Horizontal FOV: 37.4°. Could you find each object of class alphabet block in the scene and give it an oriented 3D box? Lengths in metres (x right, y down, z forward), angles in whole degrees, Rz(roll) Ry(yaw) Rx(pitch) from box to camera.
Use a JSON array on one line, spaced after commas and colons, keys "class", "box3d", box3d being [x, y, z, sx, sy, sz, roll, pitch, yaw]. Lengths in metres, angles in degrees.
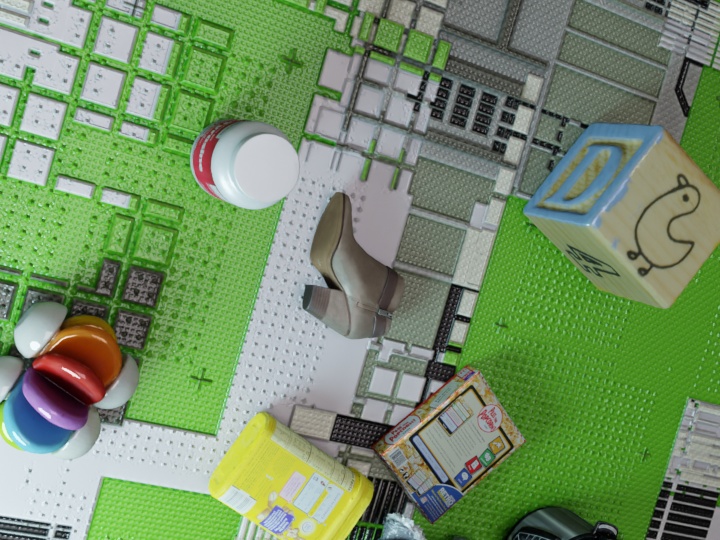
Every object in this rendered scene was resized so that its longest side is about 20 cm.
[{"class": "alphabet block", "box3d": [0.406, -0.087, 1.612, 0.200, 0.196, 0.195, 41, 85, -22]}]

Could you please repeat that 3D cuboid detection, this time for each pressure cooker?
[{"class": "pressure cooker", "box3d": [0.335, 0.480, 1.674, 0.178, 0.200, 0.176, -24, 107, -15]}]

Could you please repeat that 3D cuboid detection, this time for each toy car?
[{"class": "toy car", "box3d": [-0.387, 0.152, 1.369, 0.175, 0.150, 0.200, 40, 84, -22]}]

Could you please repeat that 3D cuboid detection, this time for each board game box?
[{"class": "board game box", "box3d": [0.139, 0.269, 1.646, 0.200, 0.046, 0.152, -38, 109, -11]}]

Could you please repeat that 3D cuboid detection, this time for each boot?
[{"class": "boot", "box3d": [0.000, 0.000, 1.545, 0.146, 0.070, 0.200, 15, 94, -29]}]

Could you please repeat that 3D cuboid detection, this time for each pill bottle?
[{"class": "pill bottle", "box3d": [-0.149, -0.139, 1.386, 0.112, 0.200, 0.113, -3, 100, -21]}]

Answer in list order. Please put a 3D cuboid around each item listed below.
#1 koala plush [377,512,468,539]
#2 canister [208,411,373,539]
[{"class": "koala plush", "box3d": [0.090, 0.468, 1.605, 0.200, 0.184, 0.177, 36, 87, -9]}, {"class": "canister", "box3d": [-0.101, 0.314, 1.541, 0.200, 0.087, 0.149, 38, 84, -21]}]
